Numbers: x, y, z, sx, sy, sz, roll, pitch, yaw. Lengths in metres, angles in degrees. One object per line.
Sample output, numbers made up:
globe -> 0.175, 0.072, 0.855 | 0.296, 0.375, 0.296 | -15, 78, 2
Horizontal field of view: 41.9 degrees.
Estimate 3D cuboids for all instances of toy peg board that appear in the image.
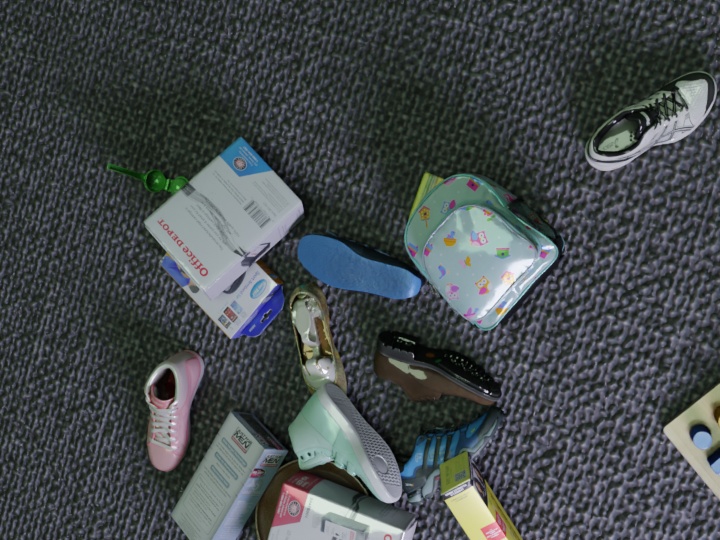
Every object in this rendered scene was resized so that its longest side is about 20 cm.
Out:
toy peg board -> 0.544, 0.234, 1.246 | 0.199, 0.098, 0.201 | -41, 80, 13

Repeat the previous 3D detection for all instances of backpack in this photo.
backpack -> 0.160, -0.036, 1.314 | 0.200, 0.153, 0.176 | 46, 111, 14

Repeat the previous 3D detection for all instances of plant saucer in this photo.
plant saucer -> -0.066, 0.388, 1.457 | 0.198, 0.037, 0.203 | 0, 91, 15

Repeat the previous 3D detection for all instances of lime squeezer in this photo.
lime squeezer -> -0.305, -0.142, 1.505 | 0.198, 0.071, 0.038 | 15, 72, -14

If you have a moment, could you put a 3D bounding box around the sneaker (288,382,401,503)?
sneaker -> -0.027, 0.281, 1.402 | 0.118, 0.073, 0.201 | -46, 69, 23

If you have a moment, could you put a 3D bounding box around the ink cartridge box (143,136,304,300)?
ink cartridge box -> -0.205, -0.077, 1.431 | 0.200, 0.084, 0.145 | -42, 81, -9

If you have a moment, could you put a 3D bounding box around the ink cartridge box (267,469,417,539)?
ink cartridge box -> -0.032, 0.403, 1.387 | 0.198, 0.085, 0.148 | 17, 96, 13

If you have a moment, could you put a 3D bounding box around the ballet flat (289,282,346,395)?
ballet flat -> -0.070, 0.119, 1.438 | 0.070, 0.071, 0.203 | -12, 88, 16

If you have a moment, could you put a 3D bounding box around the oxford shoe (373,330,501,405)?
oxford shoe -> 0.112, 0.161, 1.393 | 0.198, 0.073, 0.085 | 21, 113, 17

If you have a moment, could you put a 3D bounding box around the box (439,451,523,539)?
box -> 0.180, 0.359, 1.328 | 0.050, 0.075, 0.201 | -27, 107, 13

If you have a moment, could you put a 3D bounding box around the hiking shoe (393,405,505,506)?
hiking shoe -> 0.124, 0.258, 1.380 | 0.200, 0.074, 0.087 | -44, 81, 12

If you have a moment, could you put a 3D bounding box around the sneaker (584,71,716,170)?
sneaker -> 0.400, -0.203, 1.285 | 0.199, 0.088, 0.076 | -35, 80, 12

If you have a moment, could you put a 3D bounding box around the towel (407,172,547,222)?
towel -> 0.171, -0.071, 1.392 | 0.198, 0.018, 0.087 | 23, 103, 14

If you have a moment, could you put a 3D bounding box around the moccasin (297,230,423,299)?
moccasin -> 0.000, 0.000, 1.417 | 0.198, 0.068, 0.081 | 24, 105, 16

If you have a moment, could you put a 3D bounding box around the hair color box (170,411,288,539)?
hair color box -> -0.206, 0.333, 1.468 | 0.099, 0.060, 0.201 | 38, 102, 36

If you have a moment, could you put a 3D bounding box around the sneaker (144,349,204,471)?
sneaker -> -0.311, 0.228, 1.491 | 0.074, 0.105, 0.203 | 17, 97, 13

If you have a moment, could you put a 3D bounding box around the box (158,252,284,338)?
box -> -0.214, 0.012, 1.491 | 0.200, 0.041, 0.119 | 44, 102, 13
